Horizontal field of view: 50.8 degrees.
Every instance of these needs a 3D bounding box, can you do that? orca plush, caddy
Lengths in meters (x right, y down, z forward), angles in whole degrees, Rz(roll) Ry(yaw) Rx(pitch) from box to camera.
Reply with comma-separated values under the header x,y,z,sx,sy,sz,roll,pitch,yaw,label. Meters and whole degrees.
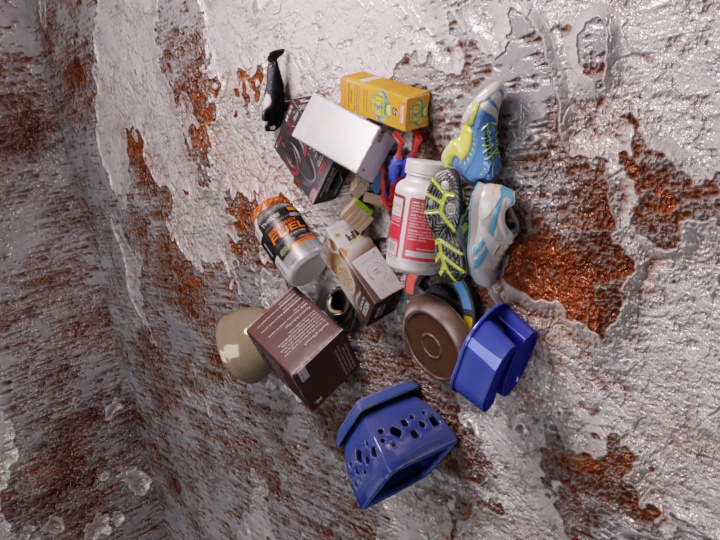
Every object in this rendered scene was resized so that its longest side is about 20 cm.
x,y,z,sx,sy,sz,roll,pitch,yaw,label
-0.183,-0.407,1.749,0.106,0.069,0.204,-83,3,-61,orca plush
0.233,0.153,1.377,0.104,0.140,0.204,37,133,29,caddy

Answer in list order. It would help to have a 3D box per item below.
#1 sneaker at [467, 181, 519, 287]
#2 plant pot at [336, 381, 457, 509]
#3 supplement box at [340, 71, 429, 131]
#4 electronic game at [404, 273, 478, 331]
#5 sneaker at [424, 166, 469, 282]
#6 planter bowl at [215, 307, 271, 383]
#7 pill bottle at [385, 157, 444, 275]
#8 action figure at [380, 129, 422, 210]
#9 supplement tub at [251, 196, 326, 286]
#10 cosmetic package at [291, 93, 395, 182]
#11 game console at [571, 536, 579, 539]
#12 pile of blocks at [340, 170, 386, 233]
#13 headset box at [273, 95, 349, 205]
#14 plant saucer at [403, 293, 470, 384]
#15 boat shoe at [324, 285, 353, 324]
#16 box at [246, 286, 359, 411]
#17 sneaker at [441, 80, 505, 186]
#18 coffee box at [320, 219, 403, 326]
x,y,z,sx,sy,sz,roll,pitch,yaw,label
0.235,-0.054,1.332,0.079,0.077,0.204,10,127,22,sneaker
0.065,0.370,1.656,0.182,0.196,0.202,58,143,25,plant pot
0.044,-0.329,1.463,0.198,0.068,0.068,28,128,41,supplement box
0.159,0.066,1.515,0.198,0.041,0.205,28,127,43,electronic game
0.163,-0.085,1.362,0.074,0.076,0.206,3,107,28,sneaker
-0.272,0.183,2.032,0.133,0.199,0.204,-27,83,26,planter bowl
0.113,-0.103,1.424,0.111,0.110,0.206,22,109,45,pill bottle
0.073,-0.190,1.486,0.052,0.064,0.202,59,152,33,action figure
-0.173,-0.073,1.818,0.201,0.121,0.124,51,140,23,supplement tub
-0.035,-0.265,1.511,0.198,0.074,0.103,35,98,33,cosmetic package
0.448,0.631,1.416,0.168,0.119,0.204,17,125,11,game console
0.017,-0.182,1.586,0.063,0.080,0.204,-87,13,-60,pile of blocks
-0.096,-0.258,1.671,0.202,0.074,0.150,56,141,19,headset box
0.150,0.145,1.518,0.199,0.032,0.204,34,139,35,plant saucer
-0.050,0.075,1.771,0.073,0.065,0.201,56,143,13,boat shoe
-0.137,0.185,1.813,0.199,0.164,0.168,37,160,36,box
0.217,-0.224,1.293,0.105,0.075,0.201,45,146,12,sneaker
0.000,0.000,1.644,0.202,0.078,0.115,56,156,20,coffee box
